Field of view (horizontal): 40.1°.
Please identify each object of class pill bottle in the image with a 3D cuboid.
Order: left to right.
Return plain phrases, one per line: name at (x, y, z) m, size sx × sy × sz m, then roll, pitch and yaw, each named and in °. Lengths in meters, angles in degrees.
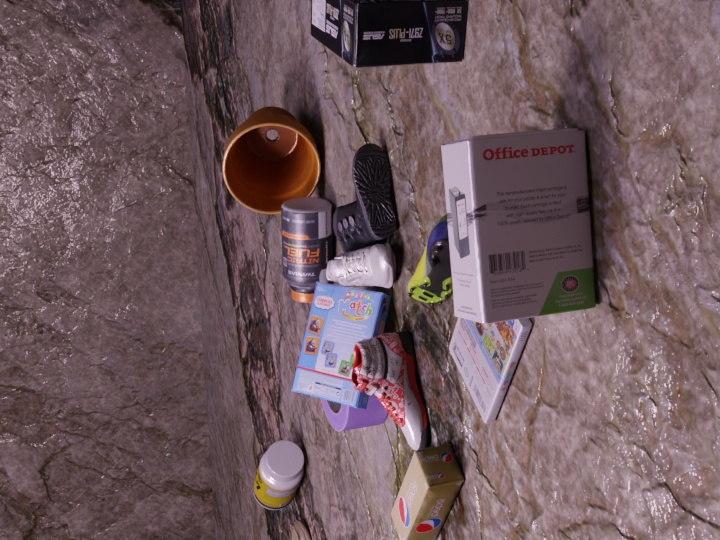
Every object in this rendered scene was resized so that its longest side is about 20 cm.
pill bottle at (-0.202, 0.506, 2.450) m, size 0.201 × 0.113 × 0.115 m, roll 111°, pitch 147°, yaw -53°
pill bottle at (-0.107, -0.039, 1.999) m, size 0.106 × 0.105 × 0.202 m, roll -138°, pitch 44°, yaw -62°

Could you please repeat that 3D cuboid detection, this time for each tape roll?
tape roll at (-0.017, 0.196, 1.854) m, size 0.200 × 0.084 × 0.203 m, roll 172°, pitch 90°, yaw -71°

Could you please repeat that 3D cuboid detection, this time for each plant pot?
plant pot at (-0.185, -0.249, 2.056) m, size 0.184 × 0.198 × 0.202 m, roll -99°, pitch 12°, yaw -58°

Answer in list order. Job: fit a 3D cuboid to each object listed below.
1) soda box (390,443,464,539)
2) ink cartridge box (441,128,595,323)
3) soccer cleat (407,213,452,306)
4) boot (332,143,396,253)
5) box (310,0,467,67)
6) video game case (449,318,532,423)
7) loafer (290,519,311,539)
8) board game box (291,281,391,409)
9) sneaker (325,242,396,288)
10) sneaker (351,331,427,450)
soda box at (0.105, 0.365, 1.588) m, size 0.201 × 0.063 × 0.068 m, roll 104°, pitch 152°, yaw -47°
ink cartridge box at (0.177, -0.052, 1.109) m, size 0.084 × 0.144 × 0.203 m, roll -170°, pitch 75°, yaw -72°
soccer cleat at (0.118, -0.015, 1.454) m, size 0.201 × 0.064 × 0.084 m, roll 110°, pitch 177°, yaw -61°
boot at (0.000, -0.120, 1.740) m, size 0.200 × 0.065 × 0.167 m, roll 153°, pitch 110°, yaw -75°
box at (0.034, -0.355, 1.394) m, size 0.200 × 0.162 × 0.087 m, roll -130°, pitch 38°, yaw -57°
video game case at (0.175, 0.093, 1.361) m, size 0.201 × 0.018 × 0.144 m, roll 101°, pitch 154°, yaw -43°
loafer at (-0.153, 0.724, 2.453) m, size 0.076 × 0.067 × 0.202 m, roll 145°, pitch 117°, yaw -68°
board game box at (-0.035, 0.130, 1.742) m, size 0.150 × 0.036 × 0.202 m, roll 9°, pitch 84°, yaw 36°
sneaker at (0.000, 0.000, 1.713) m, size 0.200 × 0.098 × 0.076 m, roll 156°, pitch 108°, yaw -69°
sneaker at (0.044, 0.207, 1.642) m, size 0.067 × 0.107 × 0.204 m, roll 150°, pitch 112°, yaw -69°
